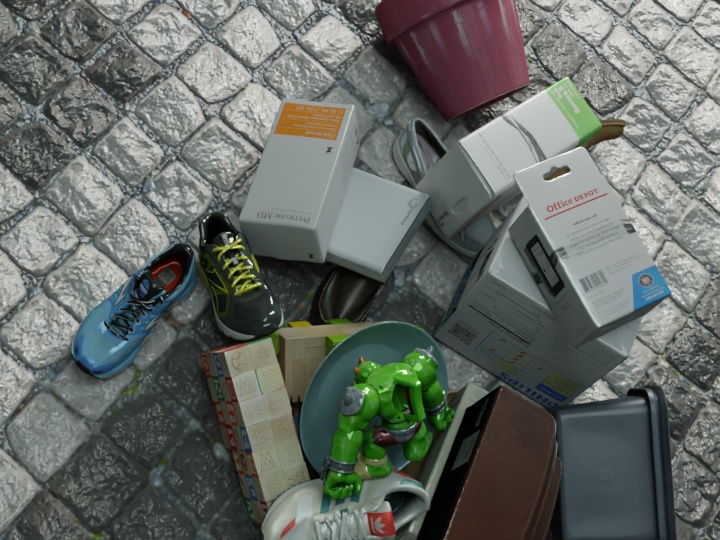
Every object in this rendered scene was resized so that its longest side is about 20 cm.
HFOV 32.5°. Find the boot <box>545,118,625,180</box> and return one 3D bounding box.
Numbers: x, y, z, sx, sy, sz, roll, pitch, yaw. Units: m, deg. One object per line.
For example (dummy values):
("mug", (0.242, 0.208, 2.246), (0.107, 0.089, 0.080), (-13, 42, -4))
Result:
("boot", (0.284, -0.165, 1.726), (0.197, 0.074, 0.077), (-15, 87, -15))

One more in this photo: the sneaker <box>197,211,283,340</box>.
("sneaker", (-0.152, 0.005, 1.454), (0.074, 0.086, 0.200), (-22, 40, -17))

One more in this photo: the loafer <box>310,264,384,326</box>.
("loafer", (0.000, 0.000, 1.555), (0.072, 0.071, 0.202), (29, 62, -3))

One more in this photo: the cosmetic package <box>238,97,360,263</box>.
("cosmetic package", (-0.073, -0.114, 1.533), (0.100, 0.072, 0.202), (7, 56, 13))

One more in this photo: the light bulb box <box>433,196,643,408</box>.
("light bulb box", (0.224, 0.047, 1.533), (0.197, 0.200, 0.126), (31, 60, -2))

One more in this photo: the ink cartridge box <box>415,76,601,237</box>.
("ink cartridge box", (0.186, -0.142, 1.567), (0.199, 0.146, 0.085), (-31, 83, -28))

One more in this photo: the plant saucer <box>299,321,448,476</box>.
("plant saucer", (0.010, 0.148, 1.423), (0.198, 0.039, 0.204), (-13, 115, -29))

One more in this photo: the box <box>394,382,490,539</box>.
("box", (0.115, 0.241, 1.449), (0.081, 0.068, 0.202), (29, 63, -3))

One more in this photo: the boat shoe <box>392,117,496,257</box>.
("boat shoe", (0.116, -0.109, 1.642), (0.074, 0.065, 0.204), (-27, 78, -25))

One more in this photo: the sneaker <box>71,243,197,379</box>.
("sneaker", (-0.264, 0.037, 1.446), (0.078, 0.090, 0.201), (37, 63, 1))

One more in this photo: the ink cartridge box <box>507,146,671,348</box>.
("ink cartridge box", (0.252, -0.029, 1.423), (0.115, 0.068, 0.202), (-20, 74, -25))

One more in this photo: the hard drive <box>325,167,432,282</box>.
("hard drive", (-0.027, -0.073, 1.557), (0.198, 0.027, 0.133), (22, 60, 22))

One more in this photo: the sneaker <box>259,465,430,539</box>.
("sneaker", (-0.012, 0.265, 1.341), (0.197, 0.093, 0.072), (-14, 103, -32))

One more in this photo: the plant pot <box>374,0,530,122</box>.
("plant pot", (0.140, -0.310, 1.676), (0.198, 0.200, 0.181), (-23, 91, -24))

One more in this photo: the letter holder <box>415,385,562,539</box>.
("letter holder", (0.161, 0.258, 1.363), (0.141, 0.101, 0.202), (29, 63, -6))

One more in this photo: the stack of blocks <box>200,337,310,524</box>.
("stack of blocks", (-0.118, 0.183, 1.414), (0.058, 0.115, 0.203), (-16, 91, -22))

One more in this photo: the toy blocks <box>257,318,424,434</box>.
("toy blocks", (-0.026, 0.137, 1.469), (0.197, 0.100, 0.139), (-3, 102, -20))

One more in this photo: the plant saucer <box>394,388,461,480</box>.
("plant saucer", (0.131, 0.247, 1.510), (0.197, 0.035, 0.203), (6, 67, -15))

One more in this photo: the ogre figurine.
("ogre figurine", (0.034, 0.158, 1.358), (0.197, 0.122, 0.098), (-13, 30, -24))

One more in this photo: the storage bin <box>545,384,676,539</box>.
("storage bin", (0.297, 0.244, 1.508), (0.132, 0.146, 0.204), (-2, 86, -3))
